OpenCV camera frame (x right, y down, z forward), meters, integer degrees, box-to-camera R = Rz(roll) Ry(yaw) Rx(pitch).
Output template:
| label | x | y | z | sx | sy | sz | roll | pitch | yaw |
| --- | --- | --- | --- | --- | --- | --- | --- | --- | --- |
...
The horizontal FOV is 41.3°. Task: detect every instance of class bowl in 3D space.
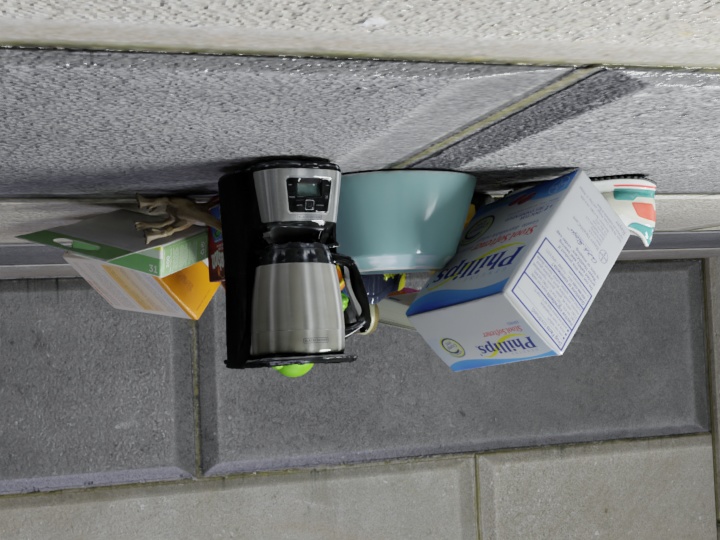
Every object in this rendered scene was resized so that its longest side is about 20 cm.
| label | x | y | z | sx | sy | sz | roll | pitch | yaw |
| --- | --- | --- | --- | --- | --- | --- | --- | --- | --- |
| bowl | 0.039 | -0.051 | 1.114 | 0.197 | 0.107 | 0.201 | -2 | 177 | 0 |

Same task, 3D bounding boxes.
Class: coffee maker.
| label | x | y | z | sx | sy | sz | roll | pitch | yaw |
| --- | --- | --- | --- | --- | --- | --- | --- | --- | --- |
| coffee maker | -0.092 | -0.002 | 0.981 | 0.190 | 0.204 | 0.134 | -7 | 173 | 39 |

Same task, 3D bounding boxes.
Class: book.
| label | x | y | z | sx | sy | sz | roll | pitch | yaw |
| --- | --- | --- | --- | --- | --- | --- | --- | --- | --- |
| book | 0.037 | 0.043 | 1.431 | 0.198 | 0.049 | 0.133 | 12 | -168 | 34 |

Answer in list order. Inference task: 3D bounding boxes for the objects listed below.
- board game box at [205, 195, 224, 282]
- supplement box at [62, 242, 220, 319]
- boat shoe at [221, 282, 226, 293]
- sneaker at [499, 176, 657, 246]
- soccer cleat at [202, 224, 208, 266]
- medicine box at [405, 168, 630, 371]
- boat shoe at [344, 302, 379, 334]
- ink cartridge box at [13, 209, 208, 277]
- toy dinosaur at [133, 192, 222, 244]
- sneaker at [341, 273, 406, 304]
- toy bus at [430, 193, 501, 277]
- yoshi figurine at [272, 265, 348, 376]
| label | x | y | z | sx | sy | sz | roll | pitch | yaw |
| --- | --- | --- | --- | --- | --- | --- | --- | --- | --- |
| board game box | -0.156 | -0.042 | 1.154 | 0.019 | 0.105 | 0.200 | -4 | 178 | -22 |
| supplement box | -0.313 | -0.003 | 1.368 | 0.198 | 0.074 | 0.126 | 5 | 144 | 39 |
| boat shoe | -0.176 | 0.003 | 1.428 | 0.071 | 0.073 | 0.201 | -18 | -144 | -8 |
| sneaker | 0.268 | -0.062 | 1.185 | 0.197 | 0.095 | 0.070 | -3 | 177 | 20 |
| soccer cleat | -0.155 | -0.055 | 1.370 | 0.197 | 0.078 | 0.070 | -16 | -145 | -5 |
| medicine box | 0.180 | 0.004 | 1.098 | 0.181 | 0.103 | 0.201 | -19 | -153 | 55 |
| boat shoe | -0.063 | 0.030 | 1.327 | 0.200 | 0.073 | 0.066 | 29 | -164 | 34 |
| ink cartridge box | -0.299 | -0.027 | 1.169 | 0.144 | 0.049 | 0.200 | 13 | -160 | 23 |
| toy dinosaur | -0.211 | -0.069 | 1.130 | 0.100 | 0.059 | 0.199 | -12 | -165 | -24 |
| sneaker | 0.000 | 0.000 | 1.265 | 0.081 | 0.075 | 0.200 | 10 | -175 | 20 |
| toy bus | 0.141 | -0.003 | 1.326 | 0.134 | 0.195 | 0.199 | -2 | 177 | 30 |
| yoshi figurine | -0.074 | 0.067 | 1.169 | 0.111 | 0.114 | 0.200 | 11 | 153 | -15 |
